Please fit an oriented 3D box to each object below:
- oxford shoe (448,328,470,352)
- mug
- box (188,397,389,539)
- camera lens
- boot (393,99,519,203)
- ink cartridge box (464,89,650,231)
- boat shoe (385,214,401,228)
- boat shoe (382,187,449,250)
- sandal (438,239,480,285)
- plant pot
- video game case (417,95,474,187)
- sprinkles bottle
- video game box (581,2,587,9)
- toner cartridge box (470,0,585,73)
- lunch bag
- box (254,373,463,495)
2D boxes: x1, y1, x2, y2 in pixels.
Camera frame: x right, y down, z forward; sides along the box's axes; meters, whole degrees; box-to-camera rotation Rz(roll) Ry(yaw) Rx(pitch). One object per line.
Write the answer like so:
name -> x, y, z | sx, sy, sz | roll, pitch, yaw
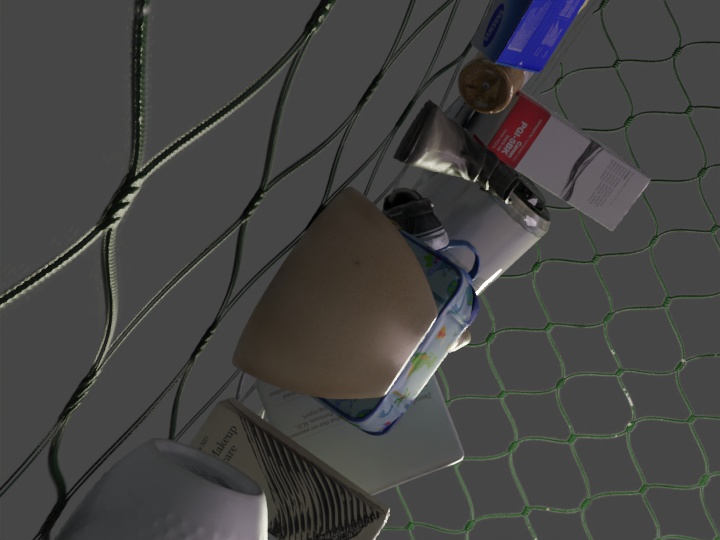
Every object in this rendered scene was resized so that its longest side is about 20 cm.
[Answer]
oxford shoe -> 0.052, 0.080, 1.463 | 0.074, 0.200, 0.071 | 19, 84, -59
mug -> -0.154, 0.209, 0.774 | 0.176, 0.147, 0.200 | -64, -155, -1
box -> -0.074, 0.213, 1.068 | 0.082, 0.200, 0.068 | -57, 174, 0
camera lens -> 0.140, -0.059, 1.459 | 0.200, 0.160, 0.160 | -44, 178, 16
boot -> 0.113, -0.119, 1.162 | 0.068, 0.130, 0.200 | -58, 174, 14
ink cartridge box -> 0.243, -0.148, 1.366 | 0.083, 0.200, 0.147 | -57, -167, 13
boat shoe -> 0.000, 0.000, 1.279 | 0.072, 0.072, 0.200 | -94, -165, -44
boat shoe -> 0.059, -0.064, 1.295 | 0.072, 0.071, 0.200 | -15, -172, -12
sandal -> 0.072, 0.000, 1.333 | 0.087, 0.200, 0.080 | -48, 126, -28
plant pot -> -0.007, 0.041, 1.018 | 0.201, 0.134, 0.200 | -56, 175, -8
video game case -> 0.147, -0.215, 1.472 | 0.182, 0.023, 0.200 | -55, 174, -18
sprinkles bottle -> 0.181, -0.256, 1.298 | 0.200, 0.068, 0.068 | -50, 171, -48
video game box -> 0.377, -0.499, 1.743 | 0.200, 0.047, 0.182 | -60, 171, 33
toner cartridge box -> 0.204, -0.308, 1.148 | 0.095, 0.043, 0.200 | 0, 128, -49
lunch bag -> 0.013, 0.055, 1.141 | 0.200, 0.161, 0.082 | -55, 150, -5
box -> 0.000, 0.178, 1.299 | 0.200, 0.172, 0.199 | -21, 172, -3
